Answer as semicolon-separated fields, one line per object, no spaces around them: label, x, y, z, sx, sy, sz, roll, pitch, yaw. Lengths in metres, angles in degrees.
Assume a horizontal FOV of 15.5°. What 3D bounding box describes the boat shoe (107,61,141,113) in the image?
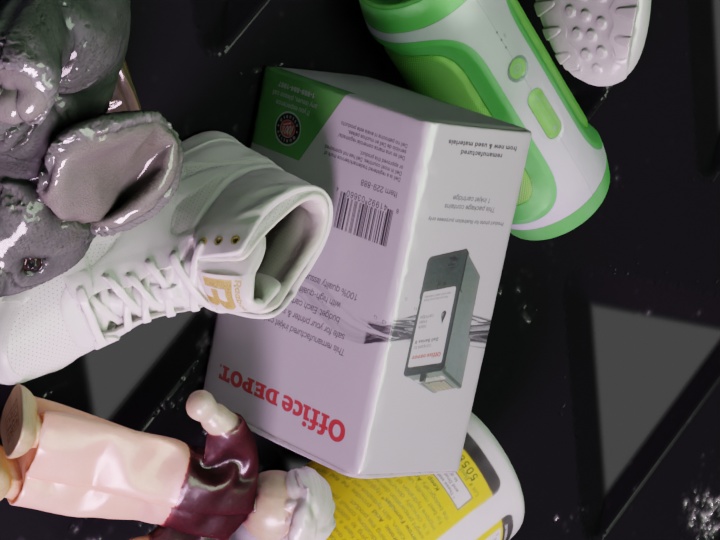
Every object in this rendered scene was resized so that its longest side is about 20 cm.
boat shoe;-0.150;-0.115;1.348;0.072;0.068;0.201;-4;132;-4

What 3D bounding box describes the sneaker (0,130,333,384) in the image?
sneaker;-0.107;0.002;1.402;0.200;0.115;0.074;-40;129;-22

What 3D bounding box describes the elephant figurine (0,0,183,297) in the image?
elephant figurine;-0.159;-0.057;1.255;0.154;0.142;0.201;-11;127;5

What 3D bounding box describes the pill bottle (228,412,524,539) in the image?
pill bottle;-0.008;0.165;1.549;0.200;0.111;0.112;-36;126;-27

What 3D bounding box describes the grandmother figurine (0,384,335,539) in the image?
grandmother figurine;-0.102;0.114;1.436;0.199;0.061;0.121;17;129;-24

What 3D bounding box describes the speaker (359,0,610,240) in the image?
speaker;0.074;-0.109;1.540;0.089;0.088;0.200;-49;130;-17

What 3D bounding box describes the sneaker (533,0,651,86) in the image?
sneaker;0.144;-0.207;1.547;0.080;0.076;0.201;0;84;-57

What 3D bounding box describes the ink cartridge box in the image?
ink cartridge box;0.000;0.000;1.474;0.084;0.146;0.201;2;104;-43
